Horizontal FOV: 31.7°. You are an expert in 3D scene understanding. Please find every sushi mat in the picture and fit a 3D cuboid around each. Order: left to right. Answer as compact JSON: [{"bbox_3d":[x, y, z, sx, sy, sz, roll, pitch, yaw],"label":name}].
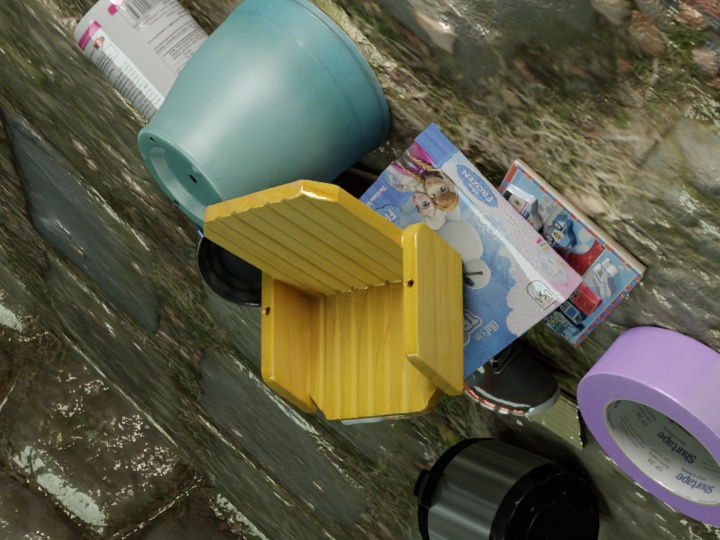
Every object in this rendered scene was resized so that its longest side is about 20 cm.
[{"bbox_3d":[0.174,0.133,1.456,0.200,0.012,0.096,31,155,33],"label":"sushi mat"}]

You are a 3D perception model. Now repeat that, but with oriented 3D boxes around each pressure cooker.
[{"bbox_3d":[0.170,0.298,1.551,0.200,0.178,0.176,15,129,53],"label":"pressure cooker"}]

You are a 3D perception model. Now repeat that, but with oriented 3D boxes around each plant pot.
[{"bbox_3d":[-0.105,-0.140,1.235,0.200,0.188,0.200,37,157,19],"label":"plant pot"}]

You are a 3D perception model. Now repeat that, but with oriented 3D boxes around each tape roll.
[{"bbox_3d":[0.300,0.146,1.176,0.200,0.066,0.200,39,158,19],"label":"tape roll"}]

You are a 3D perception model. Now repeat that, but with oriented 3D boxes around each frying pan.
[{"bbox_3d":[-0.102,-0.042,1.330,0.115,0.031,0.190,20,120,-9],"label":"frying pan"}]

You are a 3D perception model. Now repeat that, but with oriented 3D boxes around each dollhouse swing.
[{"bbox_3d":[-0.037,0.035,1.146,0.200,0.183,0.175,-11,163,41],"label":"dollhouse swing"}]

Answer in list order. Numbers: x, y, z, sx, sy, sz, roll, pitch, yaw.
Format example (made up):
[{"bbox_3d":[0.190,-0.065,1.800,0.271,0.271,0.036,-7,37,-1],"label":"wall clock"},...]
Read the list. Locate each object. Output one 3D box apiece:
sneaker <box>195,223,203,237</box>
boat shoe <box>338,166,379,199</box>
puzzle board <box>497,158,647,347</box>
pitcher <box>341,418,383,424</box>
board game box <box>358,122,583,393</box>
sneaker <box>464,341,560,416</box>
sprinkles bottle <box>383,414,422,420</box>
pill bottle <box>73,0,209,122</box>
[{"bbox_3d":[-0.174,-0.048,1.699,0.082,0.074,0.200,36,150,26],"label":"sneaker"},{"bbox_3d":[0.023,-0.059,1.303,0.200,0.073,0.063,23,150,47],"label":"boat shoe"},{"bbox_3d":[0.175,-0.009,1.191,0.151,0.017,0.200,42,158,9],"label":"puzzle board"},{"bbox_3d":[-0.016,0.128,1.682,0.171,0.122,0.200,-2,143,41],"label":"pitcher"},{"bbox_3d":[0.075,-0.005,1.204,0.199,0.043,0.200,45,135,0],"label":"board game box"},{"bbox_3d":[0.128,0.081,1.368,0.200,0.077,0.082,33,149,28],"label":"sneaker"},{"bbox_3d":[0.035,0.058,1.379,0.068,0.068,0.201,4,106,60],"label":"sprinkles bottle"},{"bbox_3d":[-0.206,-0.217,1.383,0.200,0.113,0.113,48,159,-6],"label":"pill bottle"}]
